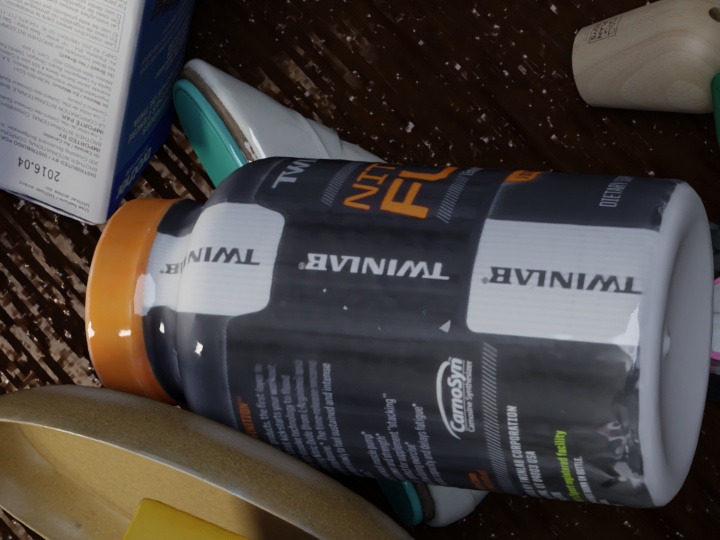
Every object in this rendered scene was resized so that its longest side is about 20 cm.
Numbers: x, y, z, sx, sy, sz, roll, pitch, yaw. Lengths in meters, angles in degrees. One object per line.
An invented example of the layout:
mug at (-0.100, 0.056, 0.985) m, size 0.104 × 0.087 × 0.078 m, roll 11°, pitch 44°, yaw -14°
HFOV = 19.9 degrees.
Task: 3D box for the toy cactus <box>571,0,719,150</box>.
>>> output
toy cactus at (0.151, -0.086, 0.734) m, size 0.164 × 0.102 × 0.201 m, roll -6°, pitch 57°, yaw 33°

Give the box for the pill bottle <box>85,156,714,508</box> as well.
pill bottle at (0.011, 0.017, 0.682) m, size 0.199 × 0.106 × 0.107 m, roll 4°, pitch 85°, yaw 19°

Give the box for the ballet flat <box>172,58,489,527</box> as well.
ballet flat at (0.000, 0.000, 0.783) m, size 0.069 × 0.069 × 0.201 m, roll -30°, pitch 85°, yaw 5°

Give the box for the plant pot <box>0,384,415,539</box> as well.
plant pot at (-0.049, 0.091, 0.716) m, size 0.199 × 0.200 × 0.028 m, roll 21°, pitch 68°, yaw 11°

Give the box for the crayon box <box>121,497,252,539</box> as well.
crayon box at (-0.022, 0.142, 0.696) m, size 0.125 × 0.200 × 0.052 m, roll 22°, pitch 69°, yaw 10°

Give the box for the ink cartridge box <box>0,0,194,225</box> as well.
ink cartridge box at (-0.132, -0.109, 0.756) m, size 0.136 × 0.076 × 0.201 m, roll 22°, pitch 127°, yaw 7°

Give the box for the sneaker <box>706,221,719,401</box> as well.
sneaker at (0.156, 0.004, 0.753) m, size 0.199 × 0.080 × 0.087 m, roll 12°, pitch 76°, yaw 1°
